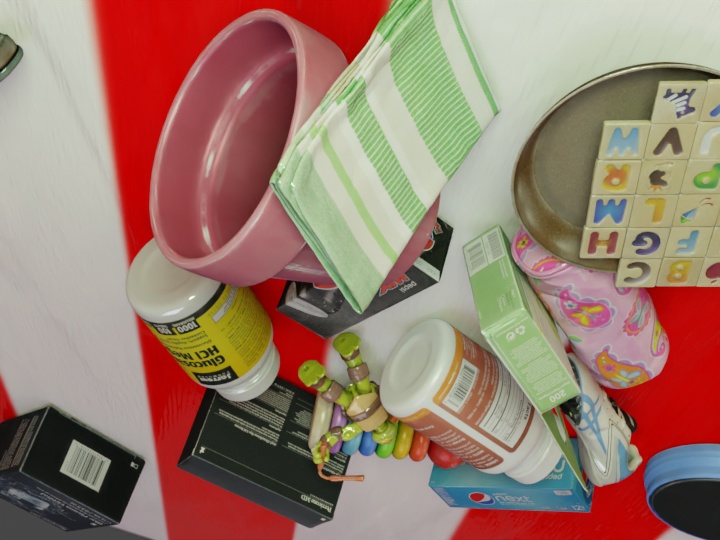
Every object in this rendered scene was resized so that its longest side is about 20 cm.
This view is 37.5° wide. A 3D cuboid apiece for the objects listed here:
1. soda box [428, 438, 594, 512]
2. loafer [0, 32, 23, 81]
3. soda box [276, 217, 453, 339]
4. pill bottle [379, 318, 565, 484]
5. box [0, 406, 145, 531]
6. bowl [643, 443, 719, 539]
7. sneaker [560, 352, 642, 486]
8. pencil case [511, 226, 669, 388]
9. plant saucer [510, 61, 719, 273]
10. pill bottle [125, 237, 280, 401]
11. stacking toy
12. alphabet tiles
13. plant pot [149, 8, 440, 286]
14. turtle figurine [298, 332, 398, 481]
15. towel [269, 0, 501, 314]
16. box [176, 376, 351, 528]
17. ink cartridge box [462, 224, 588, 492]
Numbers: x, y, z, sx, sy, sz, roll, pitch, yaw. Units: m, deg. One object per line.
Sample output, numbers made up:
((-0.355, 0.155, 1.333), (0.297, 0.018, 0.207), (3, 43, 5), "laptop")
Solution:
((0.187, 0.251, 1.308), (0.197, 0.069, 0.064), (-6, 141, 34), "soda box")
((-0.383, -0.185, 0.940), (0.197, 0.073, 0.063), (-4, 137, 35), "loafer")
((0.000, 0.000, 1.025), (0.070, 0.064, 0.199), (32, 146, -21), "soda box")
((0.125, 0.147, 1.138), (0.199, 0.114, 0.111), (35, 145, -25), "pill bottle")
((-0.496, 0.332, 1.743), (0.196, 0.119, 0.198), (37, 145, -28), "box")
((0.429, 0.267, 1.234), (0.197, 0.040, 0.202), (14, 148, 9), "bowl")
((0.255, 0.154, 1.140), (0.072, 0.072, 0.202), (-28, 129, -1), "sneaker")
((0.205, 0.022, 0.938), (0.086, 0.089, 0.200), (-8, 139, 36), "pencil case")
((0.209, -0.077, 0.786), (0.196, 0.032, 0.202), (2, 136, 2), "plant saucer")
((-0.161, 0.055, 1.145), (0.110, 0.114, 0.201), (2, 145, 25), "pill bottle")
((0.038, 0.197, 1.307), (0.196, 0.087, 0.086), (12, 149, -3), "stacking toy")
((0.251, -0.057, 0.780), (0.163, 0.006, 0.202), (0, 137, 1), "alphabet tiles")
((-0.040, -0.073, 0.830), (0.177, 0.204, 0.198), (22, 152, -37), "plant pot")
((0.009, 0.147, 1.227), (0.198, 0.065, 0.162), (-30, 121, 8), "turtle figurine")
((0.025, -0.091, 0.747), (0.023, 0.201, 0.153), (18, 155, 38), "towel")
((-0.114, 0.219, 1.346), (0.198, 0.143, 0.079), (28, 147, -15), "box")
((0.161, 0.076, 0.942), (0.047, 0.146, 0.201), (-30, 116, 14), "ink cartridge box")
